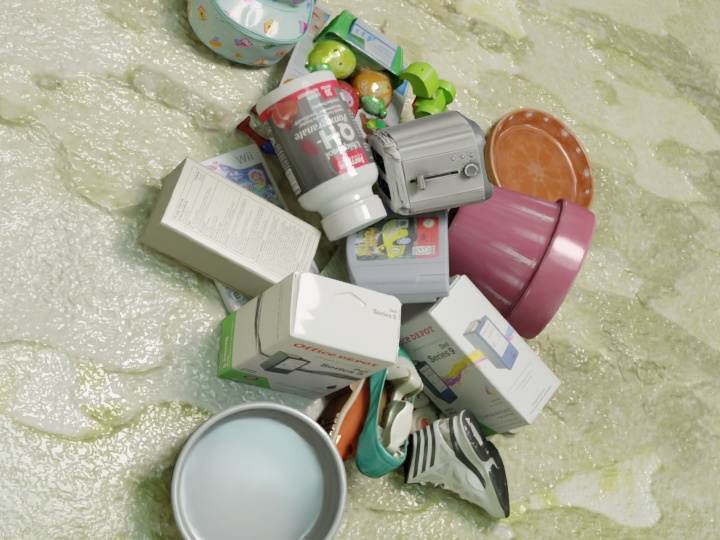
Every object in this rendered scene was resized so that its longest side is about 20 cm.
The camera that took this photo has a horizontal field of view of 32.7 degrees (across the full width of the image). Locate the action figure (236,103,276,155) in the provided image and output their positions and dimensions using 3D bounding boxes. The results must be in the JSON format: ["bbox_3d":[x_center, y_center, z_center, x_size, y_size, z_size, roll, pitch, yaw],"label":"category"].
[{"bbox_3d":[-0.073,-0.146,1.651,0.200,0.052,0.065,43,51,-14],"label":"action figure"}]

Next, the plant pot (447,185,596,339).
[{"bbox_3d":[0.201,-0.031,1.700,0.179,0.200,0.200,27,59,-3],"label":"plant pot"}]

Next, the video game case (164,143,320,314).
[{"bbox_3d":[-0.150,-0.055,1.585,0.143,0.018,0.200,-24,86,-35],"label":"video game case"}]

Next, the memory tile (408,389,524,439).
[{"bbox_3d":[0.137,0.160,1.685,0.200,0.017,0.154,-1,74,-33],"label":"memory tile"}]

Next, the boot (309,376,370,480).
[{"bbox_3d":[-0.010,0.213,1.543,0.107,0.075,0.200,43,55,-18],"label":"boot"}]

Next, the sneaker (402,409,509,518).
[{"bbox_3d":[0.121,0.263,1.611,0.076,0.115,0.201,-87,155,-48],"label":"sneaker"}]

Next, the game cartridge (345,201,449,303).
[{"bbox_3d":[0.048,-0.029,1.588,0.133,0.041,0.200,-6,35,7],"label":"game cartridge"}]

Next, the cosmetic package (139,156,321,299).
[{"bbox_3d":[-0.158,-0.042,1.519,0.200,0.073,0.104,29,59,-19],"label":"cosmetic package"}]

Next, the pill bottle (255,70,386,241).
[{"bbox_3d":[-0.044,-0.143,1.560,0.111,0.111,0.200,-24,88,-36],"label":"pill bottle"}]

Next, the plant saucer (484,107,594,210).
[{"bbox_3d":[0.272,-0.151,1.875,0.200,0.032,0.201,12,67,-29],"label":"plant saucer"}]

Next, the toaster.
[{"bbox_3d":[0.088,-0.143,1.608,0.129,0.200,0.114,-13,109,-6],"label":"toaster"}]

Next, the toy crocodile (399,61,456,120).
[{"bbox_3d":[0.106,-0.208,1.735,0.068,0.062,0.200,-62,147,-29],"label":"toy crocodile"}]

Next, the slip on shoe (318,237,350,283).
[{"bbox_3d":[0.000,0.000,1.637,0.200,0.074,0.061,-50,139,-42],"label":"slip on shoe"}]

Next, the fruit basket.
[{"bbox_3d":[-0.016,-0.252,1.686,0.185,0.094,0.200,31,52,-21],"label":"fruit basket"}]

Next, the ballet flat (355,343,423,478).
[{"bbox_3d":[0.045,0.164,1.522,0.067,0.070,0.200,36,49,-29],"label":"ballet flat"}]

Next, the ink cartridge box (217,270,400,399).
[{"bbox_3d":[-0.064,0.082,1.476,0.145,0.200,0.084,16,65,-26],"label":"ink cartridge box"}]

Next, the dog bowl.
[{"bbox_3d":[-0.119,0.252,1.413,0.200,0.079,0.200,1,82,-10],"label":"dog bowl"}]

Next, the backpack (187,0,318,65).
[{"bbox_3d":[-0.139,-0.383,1.635,0.176,0.153,0.200,16,71,-32],"label":"backpack"}]

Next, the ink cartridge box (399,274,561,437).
[{"bbox_3d":[0.138,0.117,1.603,0.200,0.145,0.088,49,57,-8],"label":"ink cartridge box"}]
